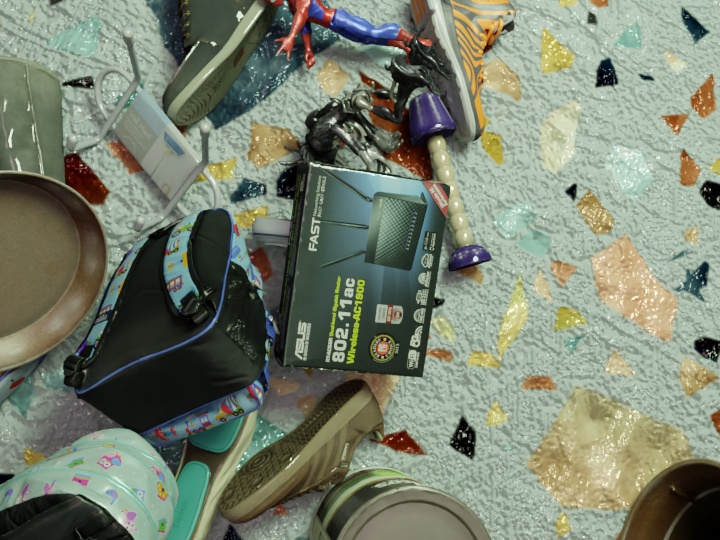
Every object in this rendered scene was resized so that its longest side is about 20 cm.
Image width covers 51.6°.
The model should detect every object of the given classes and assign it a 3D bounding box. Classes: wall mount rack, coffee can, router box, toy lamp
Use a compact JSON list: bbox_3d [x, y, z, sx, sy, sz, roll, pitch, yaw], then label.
[{"bbox_3d":[-0.214,-0.139,0.758,0.201,0.174,0.074,49,34,2],"label":"wall mount rack"},{"bbox_3d":[0.030,0.269,0.702,0.144,0.200,0.149,1,80,-9],"label":"coffee can"},{"bbox_3d":[0.000,0.000,0.748,0.147,0.062,0.204,6,95,-16],"label":"router box"},{"bbox_3d":[0.097,-0.102,0.849,0.057,0.058,0.203,-12,84,-10],"label":"toy lamp"}]

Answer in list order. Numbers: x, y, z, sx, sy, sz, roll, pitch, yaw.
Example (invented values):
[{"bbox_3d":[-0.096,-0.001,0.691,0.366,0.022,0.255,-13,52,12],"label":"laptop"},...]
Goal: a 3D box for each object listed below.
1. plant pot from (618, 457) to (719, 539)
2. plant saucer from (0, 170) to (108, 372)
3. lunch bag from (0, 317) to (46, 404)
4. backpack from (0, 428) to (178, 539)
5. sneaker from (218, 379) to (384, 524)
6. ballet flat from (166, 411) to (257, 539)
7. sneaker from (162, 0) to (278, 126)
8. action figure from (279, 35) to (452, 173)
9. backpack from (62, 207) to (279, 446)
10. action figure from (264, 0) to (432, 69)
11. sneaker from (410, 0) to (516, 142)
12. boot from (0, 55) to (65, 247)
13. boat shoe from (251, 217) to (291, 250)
[{"bbox_3d":[0.403,0.328,0.762,0.196,0.200,0.203,26,78,-11],"label":"plant pot"},{"bbox_3d":[-0.324,0.000,0.658,0.200,0.201,0.034,-43,52,-13],"label":"plant saucer"},{"bbox_3d":[-0.427,0.059,0.734,0.200,0.076,0.161,43,80,-1],"label":"lunch bag"},{"bbox_3d":[-0.265,0.233,0.672,0.198,0.127,0.168,-30,112,21],"label":"backpack"},{"bbox_3d":[-0.048,0.198,0.752,0.199,0.070,0.076,-37,109,-27],"label":"sneaker"},{"bbox_3d":[-0.149,0.191,0.760,0.069,0.069,0.202,24,78,-4],"label":"ballet flat"},{"bbox_3d":[-0.183,-0.258,0.830,0.105,0.075,0.201,30,68,2],"label":"sneaker"},{"bbox_3d":[0.006,-0.154,0.804,0.102,0.199,0.120,45,33,-20],"label":"action figure"},{"bbox_3d":[-0.172,0.043,0.732,0.181,0.202,0.135,-25,128,17],"label":"backpack"},{"bbox_3d":[-0.027,-0.253,0.835,0.198,0.065,0.100,22,87,-18],"label":"action figure"},{"bbox_3d":[0.137,-0.256,0.869,0.110,0.078,0.203,-14,88,-15],"label":"sneaker"},{"bbox_3d":[-0.352,-0.114,0.734,0.071,0.182,0.204,-5,88,16],"label":"boot"},{"bbox_3d":[-0.025,-0.002,0.812,0.199,0.075,0.088,12,92,-14],"label":"boat shoe"}]
